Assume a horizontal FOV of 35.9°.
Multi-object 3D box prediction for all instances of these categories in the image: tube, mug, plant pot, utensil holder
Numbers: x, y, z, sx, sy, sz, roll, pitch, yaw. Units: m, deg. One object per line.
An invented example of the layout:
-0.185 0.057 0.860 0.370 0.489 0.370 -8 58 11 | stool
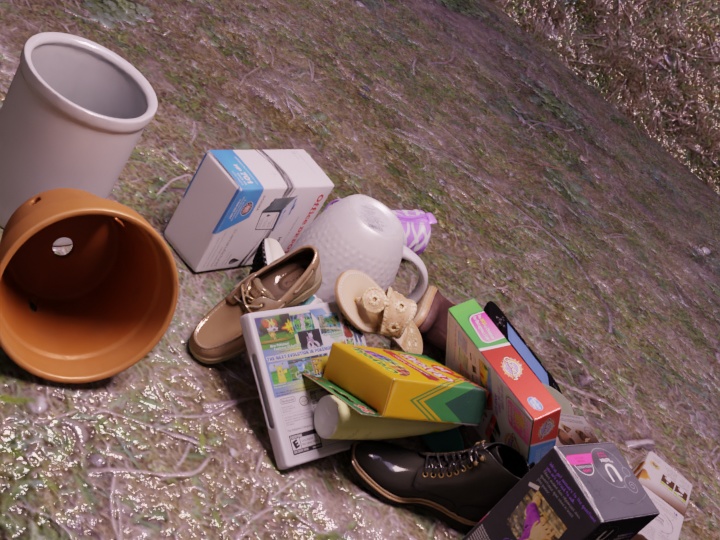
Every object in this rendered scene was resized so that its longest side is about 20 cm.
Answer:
0.036 0.185 1.356 0.198 0.052 0.058 10 26 -39 | tube
0.000 0.000 1.541 0.198 0.176 0.149 23 30 -21 | mug
-0.311 0.001 1.208 0.198 0.202 0.140 15 17 -32 | plant pot
-0.363 -0.156 1.353 0.168 0.201 0.171 26 29 -15 | utensil holder

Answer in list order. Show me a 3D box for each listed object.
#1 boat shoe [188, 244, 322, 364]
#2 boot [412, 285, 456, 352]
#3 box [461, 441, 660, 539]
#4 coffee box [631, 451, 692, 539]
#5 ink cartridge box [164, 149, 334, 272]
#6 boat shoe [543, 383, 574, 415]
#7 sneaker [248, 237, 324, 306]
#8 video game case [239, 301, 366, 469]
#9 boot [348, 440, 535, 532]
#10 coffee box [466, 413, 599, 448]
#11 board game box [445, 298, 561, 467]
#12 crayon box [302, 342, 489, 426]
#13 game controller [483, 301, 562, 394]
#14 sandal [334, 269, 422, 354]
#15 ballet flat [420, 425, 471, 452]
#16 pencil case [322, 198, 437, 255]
-0.131 0.036 1.371 0.199 0.065 0.071 -39 68 -23 | boat shoe
0.144 0.099 1.628 0.166 0.073 0.200 42 11 3 | boot
0.230 0.304 1.308 0.121 0.201 0.107 5 44 -43 | box
0.368 0.345 1.492 0.079 0.115 0.200 39 28 7 | coffee box
-0.152 -0.086 1.535 0.086 0.147 0.199 47 30 25 | ink cartridge box
0.226 0.203 1.604 0.199 0.061 0.073 12 47 -37 | boat shoe
-0.085 0.048 1.459 0.092 0.071 0.202 2 53 -28 | sneaker
-0.052 0.133 1.362 0.198 0.022 0.185 -6 78 -51 | video game case
0.098 0.228 1.334 0.198 0.139 0.078 23 45 -19 | boot
0.243 0.256 1.523 0.198 0.080 0.114 14 34 -34 | coffee box
0.173 0.158 1.393 0.040 0.155 0.201 -20 48 -18 | board game box
0.044 0.137 1.343 0.198 0.052 0.126 11 10 -42 | crayon box
0.250 0.137 1.697 0.201 0.042 0.105 51 27 -15 | game controller
0.048 0.056 1.455 0.212 0.069 0.079 44 45 -48 | sandal
0.084 0.175 1.489 0.200 0.068 0.075 41 26 17 | ballet flat
0.026 -0.069 1.770 0.198 0.086 0.084 4 43 -45 | pencil case
